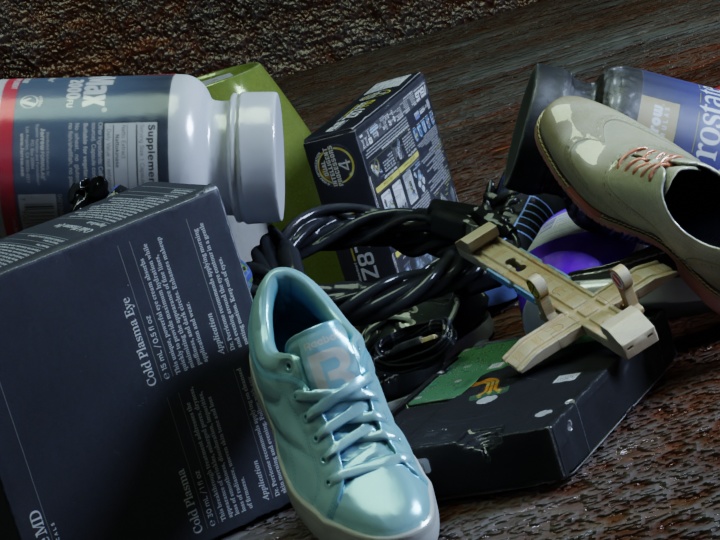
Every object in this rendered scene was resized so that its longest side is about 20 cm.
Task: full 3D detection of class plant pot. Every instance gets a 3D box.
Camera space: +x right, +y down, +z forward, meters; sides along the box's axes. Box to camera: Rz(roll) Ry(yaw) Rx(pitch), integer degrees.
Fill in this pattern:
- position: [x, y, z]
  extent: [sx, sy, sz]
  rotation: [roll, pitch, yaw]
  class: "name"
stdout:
- position: [-0.096, -0.060, 1.921]
  extent: [0.187, 0.200, 0.187]
  rotation: [-17, 12, 4]
  class: "plant pot"

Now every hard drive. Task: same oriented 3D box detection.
- position: [0.090, 0.080, 1.381]
  extent: [0.139, 0.038, 0.200]
  rotation: [-11, 14, 28]
  class: "hard drive"

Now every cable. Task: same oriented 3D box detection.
- position: [0.000, 0.000, 1.576]
  extent: [0.163, 0.051, 0.200]
  rotation: [-30, 27, -32]
  class: "cable"

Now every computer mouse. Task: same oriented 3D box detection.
- position: [-0.024, 0.069, 1.497]
  extent: [0.200, 0.034, 0.059]
  rotation: [-27, 25, 28]
  class: "computer mouse"

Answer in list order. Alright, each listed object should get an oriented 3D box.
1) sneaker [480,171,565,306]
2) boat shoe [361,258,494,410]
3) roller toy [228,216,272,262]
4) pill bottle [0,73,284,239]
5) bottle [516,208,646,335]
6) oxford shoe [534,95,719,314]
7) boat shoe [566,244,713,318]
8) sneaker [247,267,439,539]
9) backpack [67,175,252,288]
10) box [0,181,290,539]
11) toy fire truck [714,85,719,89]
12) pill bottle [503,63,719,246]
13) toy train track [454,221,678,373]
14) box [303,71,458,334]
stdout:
- position: [0.109, -0.029, 1.772]
  extent: [0.070, 0.078, 0.200]
  rotation: [-10, 13, 33]
  class: "sneaker"
- position: [0.031, 0.044, 1.585]
  extent: [0.075, 0.060, 0.200]
  rotation: [-11, 14, 22]
  class: "boat shoe"
- position: [-0.146, 0.023, 1.757]
  extent: [0.200, 0.140, 0.182]
  rotation: [-11, 4, -18]
  class: "roller toy"
- position: [-0.154, -0.075, 1.622]
  extent: [0.200, 0.120, 0.120]
  rotation: [-2, 12, 2]
  class: "pill bottle"
- position: [0.147, 0.005, 1.582]
  extent: [0.083, 0.065, 0.200]
  rotation: [-16, 11, 17]
  class: "bottle"
- position: [0.182, -0.054, 1.416]
  extent: [0.071, 0.074, 0.200]
  rotation: [-42, 60, -17]
  class: "oxford shoe"
- position: [0.217, -0.012, 1.462]
  extent: [0.200, 0.066, 0.070]
  rotation: [-9, -11, 0]
  class: "boat shoe"
- position: [-0.019, 0.074, 1.282]
  extent: [0.074, 0.082, 0.200]
  rotation: [-22, 44, -14]
  class: "sneaker"
- position: [-0.176, 0.069, 1.529]
  extent: [0.200, 0.134, 0.183]
  rotation: [-60, -3, -34]
  class: "backpack"
- position: [-0.153, 0.070, 1.381]
  extent: [0.182, 0.200, 0.104]
  rotation: [-22, 14, -26]
  class: "box"
- position: [0.282, -0.082, 1.720]
  extent: [0.200, 0.129, 0.176]
  rotation: [-22, 7, 36]
  class: "toy fire truck"
- position: [0.200, -0.070, 1.542]
  extent: [0.200, 0.112, 0.112]
  rotation: [14, 12, -2]
  class: "pill bottle"
- position: [0.112, 0.003, 1.417]
  extent: [0.115, 0.033, 0.200]
  rotation: [-31, 29, -15]
  class: "toy train track"
- position: [0.026, -0.052, 1.794]
  extent: [0.049, 0.162, 0.200]
  rotation: [-14, 13, 20]
  class: "box"
